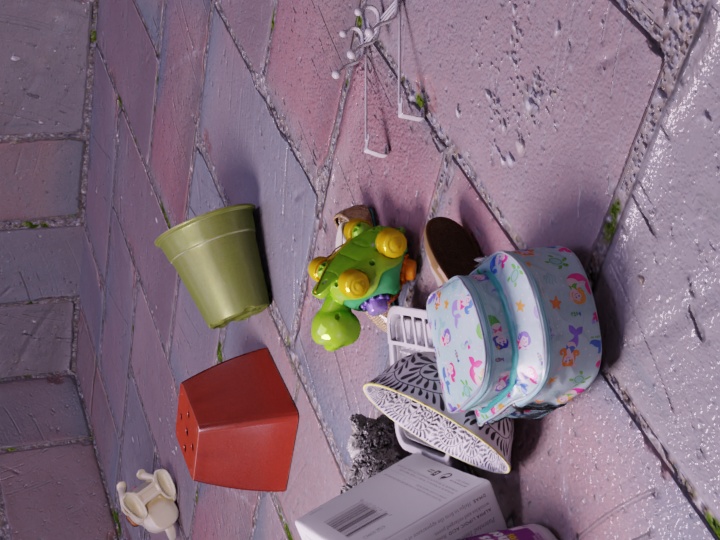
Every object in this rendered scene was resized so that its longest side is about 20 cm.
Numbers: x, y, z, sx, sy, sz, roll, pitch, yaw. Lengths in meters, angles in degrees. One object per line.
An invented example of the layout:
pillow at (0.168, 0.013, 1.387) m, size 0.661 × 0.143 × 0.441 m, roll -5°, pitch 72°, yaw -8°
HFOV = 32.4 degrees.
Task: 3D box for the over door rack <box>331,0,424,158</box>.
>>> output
over door rack at (0.017, -0.273, 1.703) m, size 0.148 × 0.066 × 0.201 m, roll 142°, pitch 120°, yaw -65°

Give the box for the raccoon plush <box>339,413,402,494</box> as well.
raccoon plush at (0.051, 0.273, 1.756) m, size 0.200 × 0.097 × 0.134 m, roll 1°, pitch 86°, yaw 47°

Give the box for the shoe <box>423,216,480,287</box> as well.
shoe at (0.120, 0.020, 1.515) m, size 0.053 × 0.070 × 0.200 m, roll 115°, pitch 143°, yaw -46°

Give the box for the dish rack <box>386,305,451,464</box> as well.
dish rack at (0.092, 0.148, 1.649) m, size 0.172 × 0.043 × 0.201 m, roll -175°, pitch 81°, yaw -66°

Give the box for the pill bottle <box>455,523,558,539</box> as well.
pill bottle at (0.129, 0.358, 1.401) m, size 0.112 × 0.199 × 0.113 m, roll 173°, pitch 90°, yaw -66°

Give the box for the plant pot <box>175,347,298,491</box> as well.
plant pot at (-0.240, 0.288, 2.302) m, size 0.200 × 0.176 × 0.200 m, roll -122°, pitch 34°, yaw -47°

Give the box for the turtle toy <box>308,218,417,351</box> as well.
turtle toy at (-0.001, 0.019, 1.709) m, size 0.101 × 0.200 × 0.146 m, roll 46°, pitch 170°, yaw -25°

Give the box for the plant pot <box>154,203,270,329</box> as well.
plant pot at (-0.255, 0.001, 2.301) m, size 0.190 × 0.200 × 0.200 m, roll 68°, pitch 155°, yaw 6°

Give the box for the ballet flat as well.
ballet flat at (0.000, 0.000, 1.806) m, size 0.071 × 0.065 × 0.201 m, roll 128°, pitch 132°, yaw -58°

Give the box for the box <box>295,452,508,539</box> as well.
box at (0.057, 0.342, 1.539) m, size 0.199 × 0.200 × 0.131 m, roll 7°, pitch 120°, yaw 66°

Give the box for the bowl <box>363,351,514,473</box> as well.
bowl at (0.112, 0.153, 1.487) m, size 0.094 × 0.201 × 0.201 m, roll -58°, pitch 17°, yaw -15°

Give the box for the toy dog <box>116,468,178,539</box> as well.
toy dog at (-0.535, 0.598, 3.167) m, size 0.194 × 0.140 × 0.200 m, roll 49°, pitch 157°, yaw -9°

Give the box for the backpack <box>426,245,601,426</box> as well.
backpack at (0.166, 0.067, 1.333) m, size 0.200 × 0.150 × 0.178 m, roll -38°, pitch 59°, yaw 58°
